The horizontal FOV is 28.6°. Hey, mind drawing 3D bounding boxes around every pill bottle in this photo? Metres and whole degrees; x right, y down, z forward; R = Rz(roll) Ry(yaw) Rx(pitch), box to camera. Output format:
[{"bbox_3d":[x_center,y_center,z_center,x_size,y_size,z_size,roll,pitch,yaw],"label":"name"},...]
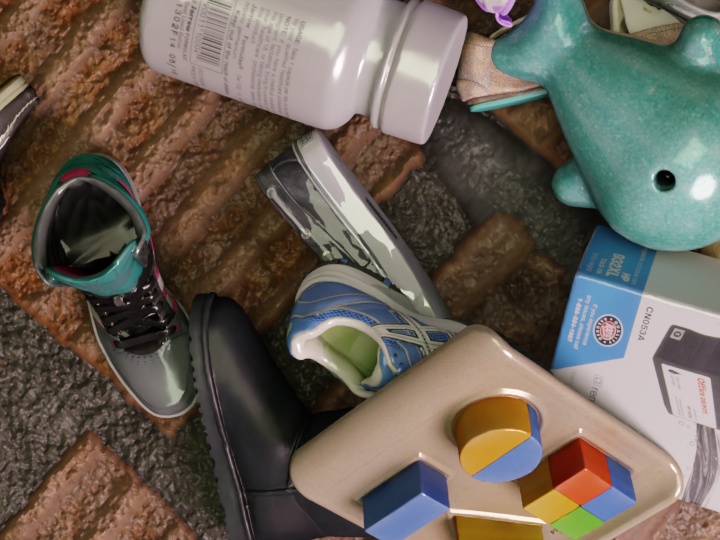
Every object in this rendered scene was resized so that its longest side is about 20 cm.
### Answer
[{"bbox_3d":[-0.036,-0.159,0.949,0.199,0.114,0.115,20,94,6],"label":"pill bottle"}]

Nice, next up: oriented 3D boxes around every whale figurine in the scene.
[{"bbox_3d":[0.173,-0.097,0.908,0.200,0.104,0.159,41,119,-1],"label":"whale figurine"}]

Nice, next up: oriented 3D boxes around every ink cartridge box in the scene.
[{"bbox_3d":[0.229,0.074,0.943,0.199,0.084,0.146,17,119,12],"label":"ink cartridge box"}]

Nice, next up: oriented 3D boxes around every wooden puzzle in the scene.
[{"bbox_3d":[0.082,0.142,0.917,0.200,0.046,0.185,36,123,-26],"label":"wooden puzzle"}]

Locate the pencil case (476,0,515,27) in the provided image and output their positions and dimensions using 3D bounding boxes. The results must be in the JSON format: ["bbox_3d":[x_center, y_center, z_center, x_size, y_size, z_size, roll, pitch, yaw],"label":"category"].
[{"bbox_3d":[0.024,-0.234,0.889,0.199,0.084,0.086,26,108,-1],"label":"pencil case"}]

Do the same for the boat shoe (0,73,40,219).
[{"bbox_3d":[-0.284,-0.047,1.008,0.065,0.073,0.200,37,98,-11],"label":"boat shoe"}]

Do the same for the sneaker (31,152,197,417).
[{"bbox_3d":[-0.165,0.013,0.976,0.083,0.121,0.201,-22,93,3],"label":"sneaker"}]

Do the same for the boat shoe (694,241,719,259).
[{"bbox_3d":[0.266,-0.030,0.988,0.069,0.074,0.201,10,101,22],"label":"boat shoe"}]

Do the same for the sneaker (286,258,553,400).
[{"bbox_3d":[0.040,0.069,0.932,0.199,0.077,0.076,24,123,7],"label":"sneaker"}]

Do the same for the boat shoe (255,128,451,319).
[{"bbox_3d":[0.000,0.000,0.994,0.068,0.072,0.200,-35,95,10],"label":"boat shoe"}]

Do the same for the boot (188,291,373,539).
[{"bbox_3d":[-0.024,0.101,0.997,0.167,0.076,0.202,-10,100,6],"label":"boot"}]

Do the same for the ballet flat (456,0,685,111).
[{"bbox_3d":[0.164,-0.157,0.981,0.199,0.068,0.068,-8,91,2],"label":"ballet flat"}]

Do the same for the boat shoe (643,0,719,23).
[{"bbox_3d":[0.236,-0.207,0.975,0.201,0.065,0.075,21,94,1],"label":"boat shoe"}]
